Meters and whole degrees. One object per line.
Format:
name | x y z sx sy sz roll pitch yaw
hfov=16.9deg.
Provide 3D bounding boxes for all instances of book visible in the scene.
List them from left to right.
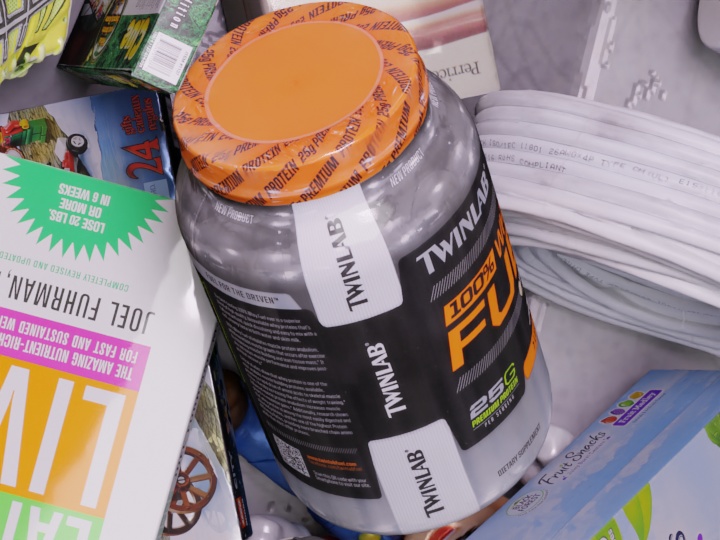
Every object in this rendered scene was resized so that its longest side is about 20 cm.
book | -0.136 0.059 1.005 0.133 0.048 0.201 14 87 2

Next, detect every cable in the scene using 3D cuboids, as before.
cable | 0.132 -0.017 1.048 0.200 0.200 0.069 30 78 -52

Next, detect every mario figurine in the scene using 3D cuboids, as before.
mario figurine | 0.019 0.102 1.079 0.200 0.106 0.123 41 121 -5

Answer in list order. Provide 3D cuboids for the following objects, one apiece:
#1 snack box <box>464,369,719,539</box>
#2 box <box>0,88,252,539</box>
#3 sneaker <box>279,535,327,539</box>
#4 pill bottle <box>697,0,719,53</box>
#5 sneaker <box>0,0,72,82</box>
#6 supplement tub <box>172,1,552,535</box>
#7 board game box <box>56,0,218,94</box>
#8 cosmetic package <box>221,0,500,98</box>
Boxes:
snack box | 0.136 0.169 1.076 0.169 0.068 0.201 -35 115 -46
box | -0.132 0.031 1.044 0.136 0.038 0.201 -11 88 3
sneaker | -0.048 0.196 1.070 0.093 0.070 0.200 5 121 -53
pill bottle | 0.263 -0.106 1.117 0.200 0.112 0.113 21 90 -13
sneaker | -0.157 -0.103 0.998 0.076 0.075 0.200 43 44 -28
supplement tub | 0.000 0.000 0.960 0.122 0.123 0.200 -28 133 -9
board game box | -0.082 -0.125 0.992 0.023 0.200 0.105 27 89 -16
cosmetic package | -0.014 -0.165 1.061 0.103 0.087 0.201 -15 98 -13
